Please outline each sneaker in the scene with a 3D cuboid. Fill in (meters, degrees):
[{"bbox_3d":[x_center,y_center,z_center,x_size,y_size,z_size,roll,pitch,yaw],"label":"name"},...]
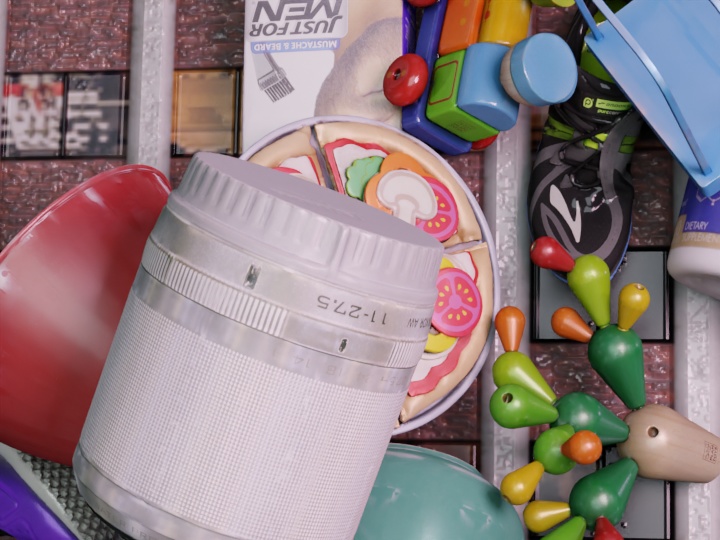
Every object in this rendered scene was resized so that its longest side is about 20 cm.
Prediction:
[{"bbox_3d":[-0.253,0.148,1.145,0.200,0.069,0.100,38,96,17],"label":"sneaker"},{"bbox_3d":[0.145,-0.090,1.095,0.070,0.083,0.202,9,84,9],"label":"sneaker"}]

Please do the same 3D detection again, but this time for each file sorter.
[{"bbox_3d":[0.225,-0.173,0.967,0.199,0.123,0.139,-36,54,5],"label":"file sorter"}]

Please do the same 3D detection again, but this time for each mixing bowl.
[{"bbox_3d":[-0.148,0.047,1.064,0.108,0.200,0.201,37,89,17],"label":"mixing bowl"}]

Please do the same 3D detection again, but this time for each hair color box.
[{"bbox_3d":[-0.020,-0.122,1.141,0.108,0.065,0.203,-1,83,9],"label":"hair color box"}]

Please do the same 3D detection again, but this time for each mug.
[{"bbox_3d":[0.031,0.180,1.054,0.151,0.185,0.116,-2,62,28],"label":"mug"}]

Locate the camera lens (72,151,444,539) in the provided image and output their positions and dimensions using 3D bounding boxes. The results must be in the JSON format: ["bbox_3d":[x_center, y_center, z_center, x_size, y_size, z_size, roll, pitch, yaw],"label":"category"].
[{"bbox_3d":[-0.055,0.056,0.928,0.159,0.160,0.202,22,98,12],"label":"camera lens"}]

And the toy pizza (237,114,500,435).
[{"bbox_3d":[0.000,0.000,1.050,0.198,0.032,0.203,6,75,-21],"label":"toy pizza"}]

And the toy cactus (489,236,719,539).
[{"bbox_3d":[0.153,0.089,1.040,0.164,0.102,0.202,18,59,-27],"label":"toy cactus"}]

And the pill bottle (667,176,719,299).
[{"bbox_3d":[0.266,-0.080,1.054,0.118,0.120,0.202,14,83,12],"label":"pill bottle"}]

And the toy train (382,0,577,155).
[{"bbox_3d":[0.093,-0.180,1.092,0.115,0.084,0.202,-11,60,50],"label":"toy train"}]
